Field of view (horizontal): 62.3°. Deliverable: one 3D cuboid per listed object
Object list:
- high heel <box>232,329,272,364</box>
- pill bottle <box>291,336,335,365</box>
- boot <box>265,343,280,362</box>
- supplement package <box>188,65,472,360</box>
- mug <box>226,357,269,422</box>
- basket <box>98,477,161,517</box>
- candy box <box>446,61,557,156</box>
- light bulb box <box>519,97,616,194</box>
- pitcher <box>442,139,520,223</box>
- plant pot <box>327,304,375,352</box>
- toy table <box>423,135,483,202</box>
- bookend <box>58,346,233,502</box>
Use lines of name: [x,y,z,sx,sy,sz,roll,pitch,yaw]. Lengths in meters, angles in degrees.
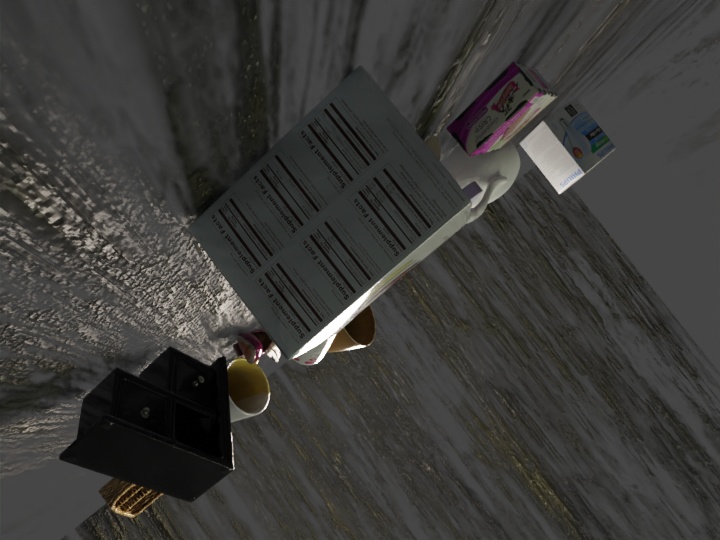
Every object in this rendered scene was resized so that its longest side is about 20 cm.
high heel: [-0.207,0.148,1.243,0.095,0.068,0.200,-25,175,-21]
pill bottle: [-0.109,0.134,1.469,0.113,0.113,0.201,-32,161,-44]
boot: [-0.217,0.181,1.520,0.076,0.073,0.200,-47,174,-12]
supplement package: [-0.013,-0.046,0.570,0.199,0.148,0.191,-40,174,10]
mug: [-0.328,0.320,1.544,0.152,0.151,0.186,-32,172,30]
basket: [-0.763,0.741,2.033,0.199,0.150,0.143,-37,175,-5]
candy box: [0.229,-0.252,0.942,0.136,0.061,0.199,-42,174,29]
light bulb box: [0.631,-0.380,1.814,0.197,0.201,0.125,-35,174,-31]
pitcher: [0.207,-0.158,1.080,0.198,0.123,0.171,-33,-144,-15]
plant pot: [-0.088,0.151,1.643,0.198,0.189,0.186,-26,-179,27]
toy table: [0.070,-0.097,0.863,0.199,0.118,0.184,-37,174,-24]
bookend: [-0.281,0.181,0.817,0.092,0.198,0.202,-38,-141,17]
